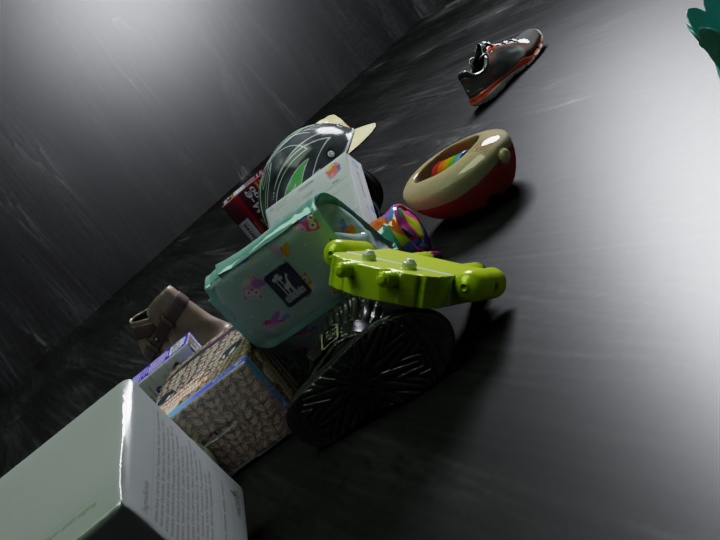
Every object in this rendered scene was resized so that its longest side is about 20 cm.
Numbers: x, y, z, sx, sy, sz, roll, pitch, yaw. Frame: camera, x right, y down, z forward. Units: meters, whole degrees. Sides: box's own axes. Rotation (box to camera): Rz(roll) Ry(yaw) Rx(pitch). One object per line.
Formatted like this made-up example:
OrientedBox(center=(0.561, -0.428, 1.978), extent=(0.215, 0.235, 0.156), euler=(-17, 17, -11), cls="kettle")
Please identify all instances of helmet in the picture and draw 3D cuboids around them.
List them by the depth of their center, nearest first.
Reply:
OrientedBox(center=(-0.061, -0.120, 1.724), extent=(0.199, 0.191, 0.200), euler=(-37, 14, 11), cls="helmet")

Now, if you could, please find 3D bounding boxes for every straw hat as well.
OrientedBox(center=(-0.067, -0.298, 2.532), extent=(0.200, 0.085, 0.201), euler=(-38, 13, 11), cls="straw hat")

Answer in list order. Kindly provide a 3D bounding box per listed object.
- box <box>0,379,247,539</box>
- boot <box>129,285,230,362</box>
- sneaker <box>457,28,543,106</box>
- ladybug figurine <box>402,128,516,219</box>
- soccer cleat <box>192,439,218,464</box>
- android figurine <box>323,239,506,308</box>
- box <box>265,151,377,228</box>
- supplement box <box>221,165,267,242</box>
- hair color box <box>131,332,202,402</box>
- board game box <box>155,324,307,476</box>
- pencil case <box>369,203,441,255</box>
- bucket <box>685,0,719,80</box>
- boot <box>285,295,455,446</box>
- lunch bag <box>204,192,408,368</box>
OrientedBox(center=(-0.218, 0.247, 0.964), extent=(0.198, 0.172, 0.200), euler=(-37, 24, 7), cls="box")
OrientedBox(center=(-0.237, 0.082, 1.649), extent=(0.199, 0.147, 0.070), euler=(-35, 12, 17), cls="boot")
OrientedBox(center=(0.241, -0.370, 1.946), extent=(0.200, 0.082, 0.077), euler=(-47, 16, -28), cls="sneaker")
OrientedBox(center=(0.133, -0.117, 1.451), extent=(0.136, 0.072, 0.199), euler=(-45, 14, -24), cls="ladybug figurine")
OrientedBox(center=(-0.211, 0.256, 1.156), extent=(0.069, 0.078, 0.201), euler=(-27, 24, 41), cls="soccer cleat")
OrientedBox(center=(0.048, 0.003, 1.118), extent=(0.180, 0.042, 0.199), euler=(14, 8, 31), cls="android figurine")
OrientedBox(center=(-0.048, -0.043, 1.553), extent=(0.155, 0.041, 0.201), euler=(-34, 50, 21), cls="box")
OrientedBox(center=(-0.178, -0.159, 2.337), extent=(0.200, 0.109, 0.061), euler=(-40, 14, 2), cls="supplement box")
OrientedBox(center=(-0.264, 0.188, 1.462), extent=(0.199, 0.110, 0.065), euler=(-38, 12, 4), cls="hair color box")
OrientedBox(center=(-0.154, 0.149, 1.319), extent=(0.159, 0.097, 0.200), euler=(-37, 14, 11), cls="board game box")
OrientedBox(center=(0.000, 0.000, 1.417), extent=(0.199, 0.089, 0.089), euler=(-36, 14, 21), cls="pencil case")
OrientedBox(center=(0.384, -0.204, 0.926), extent=(0.206, 0.135, 0.207), euler=(-37, 13, 10), cls="bucket")
OrientedBox(center=(0.015, 0.074, 1.147), extent=(0.210, 0.080, 0.158), euler=(-33, 15, 27), cls="boot")
OrientedBox(center=(-0.058, 0.010, 1.277), extent=(0.170, 0.200, 0.123), euler=(-34, 55, 18), cls="lunch bag")
